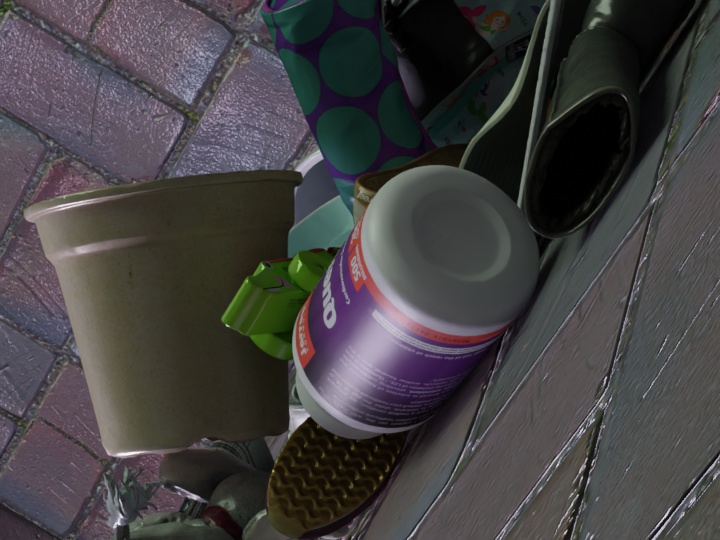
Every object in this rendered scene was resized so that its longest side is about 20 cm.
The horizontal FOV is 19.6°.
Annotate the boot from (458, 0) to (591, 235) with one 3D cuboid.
[{"bbox_3d":[0.134,-0.102,1.429,0.200,0.072,0.144,-65,-13,14],"label":"boot"}]

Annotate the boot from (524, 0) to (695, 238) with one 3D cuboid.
[{"bbox_3d":[0.149,-0.126,1.225,0.200,0.072,0.182,-46,-24,-68],"label":"boot"}]

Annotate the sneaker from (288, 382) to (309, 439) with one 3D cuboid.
[{"bbox_3d":[-0.025,0.122,1.601,0.075,0.081,0.200,-63,3,-41],"label":"sneaker"}]

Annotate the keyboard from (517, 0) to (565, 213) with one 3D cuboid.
[{"bbox_3d":[0.110,-0.084,1.328,0.056,0.011,0.200,-58,-23,-70],"label":"keyboard"}]

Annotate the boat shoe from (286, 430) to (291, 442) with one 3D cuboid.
[{"bbox_3d":[-0.070,0.199,1.695,0.200,0.066,0.070,-60,3,-34],"label":"boat shoe"}]

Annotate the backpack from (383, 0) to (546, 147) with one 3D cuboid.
[{"bbox_3d":[0.102,-0.177,1.620,0.200,0.151,0.178,-41,0,-37],"label":"backpack"}]

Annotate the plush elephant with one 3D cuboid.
[{"bbox_3d":[-0.100,0.205,1.465,0.165,0.155,0.200,34,134,51],"label":"plush elephant"}]

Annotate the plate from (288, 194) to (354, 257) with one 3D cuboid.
[{"bbox_3d":[0.000,0.000,1.573,0.200,0.026,0.200,-24,32,16],"label":"plate"}]

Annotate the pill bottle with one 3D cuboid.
[{"bbox_3d":[0.026,0.029,1.303,0.113,0.112,0.200,-60,3,-37],"label":"pill bottle"}]

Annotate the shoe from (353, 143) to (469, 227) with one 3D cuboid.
[{"bbox_3d":[0.065,-0.051,1.465,0.200,0.070,0.054,-16,-62,-44],"label":"shoe"}]

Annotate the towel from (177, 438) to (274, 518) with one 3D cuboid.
[{"bbox_3d":[-0.114,0.241,1.726,0.200,0.034,0.193,78,-148,-51],"label":"towel"}]

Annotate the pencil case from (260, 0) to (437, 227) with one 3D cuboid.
[{"bbox_3d":[0.005,-0.122,1.517,0.092,0.200,0.085,-22,12,2],"label":"pencil case"}]

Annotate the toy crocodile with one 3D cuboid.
[{"bbox_3d":[-0.032,0.012,1.422,0.200,0.062,0.068,-12,-42,-57],"label":"toy crocodile"}]

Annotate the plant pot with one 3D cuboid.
[{"bbox_3d":[-0.128,0.035,1.478,0.200,0.200,0.184,146,117,-84],"label":"plant pot"}]

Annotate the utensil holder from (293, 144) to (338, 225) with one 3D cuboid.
[{"bbox_3d":[0.036,-0.091,1.981,0.170,0.170,0.200,-57,2,37],"label":"utensil holder"}]

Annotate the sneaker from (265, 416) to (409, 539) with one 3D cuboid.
[{"bbox_3d":[-0.003,0.116,1.433,0.200,0.075,0.090,-53,-9,-32],"label":"sneaker"}]
